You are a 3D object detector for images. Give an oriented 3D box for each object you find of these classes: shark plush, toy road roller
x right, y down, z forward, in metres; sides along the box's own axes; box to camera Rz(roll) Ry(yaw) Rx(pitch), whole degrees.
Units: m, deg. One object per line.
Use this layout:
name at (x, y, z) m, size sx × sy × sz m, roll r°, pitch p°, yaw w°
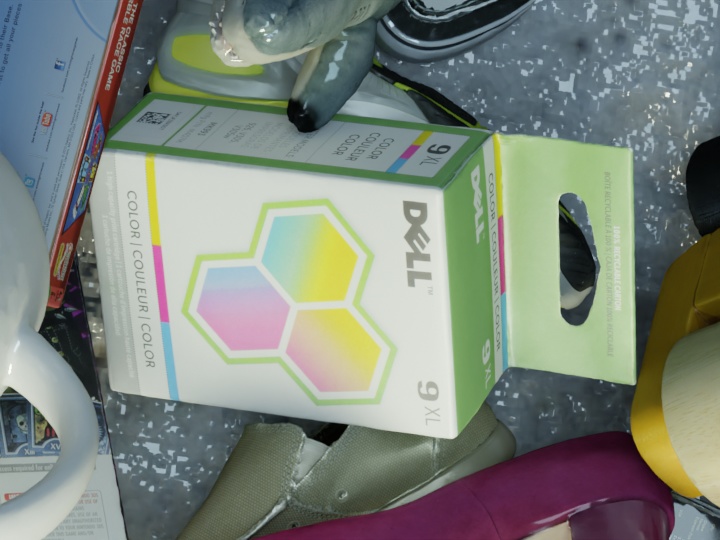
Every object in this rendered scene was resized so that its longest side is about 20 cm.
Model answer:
shark plush at (0.020, -0.128, 0.996) m, size 0.199 × 0.083 × 0.091 m, roll -31°, pitch 88°, yaw -26°
toy road roller at (0.204, 0.024, 1.046) m, size 0.146 × 0.123 × 0.201 m, roll 45°, pitch 45°, yaw -24°

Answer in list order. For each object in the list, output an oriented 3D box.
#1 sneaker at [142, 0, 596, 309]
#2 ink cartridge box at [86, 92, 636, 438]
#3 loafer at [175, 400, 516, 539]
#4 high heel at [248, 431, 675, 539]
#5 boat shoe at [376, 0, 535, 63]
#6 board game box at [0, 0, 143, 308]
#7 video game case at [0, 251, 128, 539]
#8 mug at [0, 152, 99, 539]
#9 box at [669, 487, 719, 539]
sneaker at (0.004, -0.041, 1.078) m, size 0.200 × 0.075 × 0.077 m, roll 35°, pitch 98°, yaw 2°
ink cartridge box at (0.000, 0.000, 1.017) m, size 0.199 × 0.059 × 0.104 m, roll 7°, pitch 119°, yaw 21°
loafer at (-0.036, 0.095, 1.069) m, size 0.199 × 0.076 × 0.069 m, roll -30°, pitch 92°, yaw -15°
high heel at (0.021, 0.104, 1.036) m, size 0.199 × 0.096 × 0.068 m, roll 1°, pitch 126°, yaw -5°
boat shoe at (0.083, -0.159, 1.081) m, size 0.199 × 0.068 × 0.074 m, roll -37°, pitch 94°, yaw -6°
board game box at (-0.133, -0.096, 1.015) m, size 0.102 × 0.019 × 0.201 m, roll 15°, pitch 88°, yaw 21°
video game case at (-0.191, 0.066, 0.997) m, size 0.199 × 0.036 × 0.182 m, roll -2°, pitch 49°, yaw -17°
mug at (-0.177, 0.030, 0.906) m, size 0.200 × 0.175 × 0.148 m, roll 35°, pitch 129°, yaw 24°
box at (0.121, 0.194, 1.100) m, size 0.159 × 0.044 × 0.201 m, roll 23°, pitch 88°, yaw -7°
